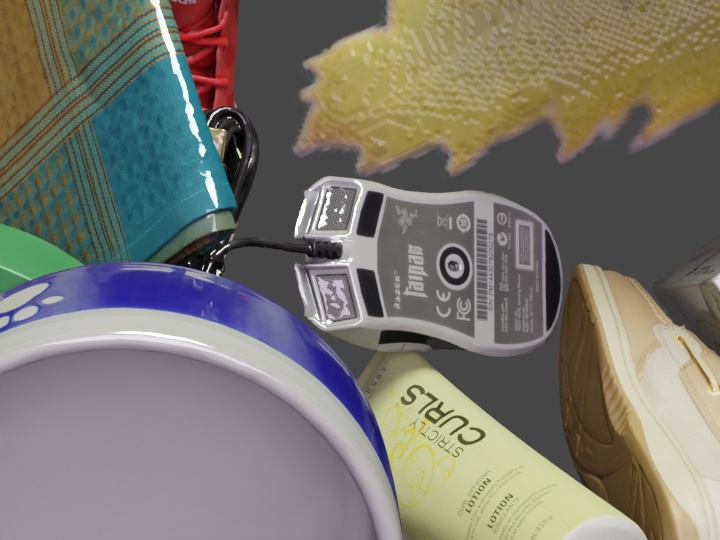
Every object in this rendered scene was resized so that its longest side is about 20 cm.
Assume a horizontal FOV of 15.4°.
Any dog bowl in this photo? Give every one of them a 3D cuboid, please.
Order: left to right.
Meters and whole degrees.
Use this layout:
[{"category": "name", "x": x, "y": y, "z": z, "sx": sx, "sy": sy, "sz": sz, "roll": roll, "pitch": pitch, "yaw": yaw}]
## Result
[{"category": "dog bowl", "x": -0.084, "y": 0.101, "z": 0.967, "sx": 0.200, "sy": 0.079, "sz": 0.201, "roll": -1, "pitch": 110, "yaw": -2}]

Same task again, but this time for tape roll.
[{"category": "tape roll", "x": -0.168, "y": 0.078, "z": 1.023, "sx": 0.200, "sy": 0.048, "sz": 0.201, "roll": -1, "pitch": 109, "yaw": -1}]

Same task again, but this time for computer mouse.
[{"category": "computer mouse", "x": 0.000, "y": 0.000, "z": 1.104, "sx": 0.200, "sy": 0.044, "sz": 0.110, "roll": 10, "pitch": 74, "yaw": -37}]

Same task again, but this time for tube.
[{"category": "tube", "x": 0.039, "y": 0.087, "z": 1.071, "sx": 0.058, "sy": 0.200, "sz": 0.052, "roll": -18, "pitch": 115, "yaw": -23}]

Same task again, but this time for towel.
[{"category": "towel", "x": -0.119, "y": -0.078, "z": 1.065, "sx": 0.022, "sy": 0.147, "sz": 0.200, "roll": -1, "pitch": 67, "yaw": -42}]

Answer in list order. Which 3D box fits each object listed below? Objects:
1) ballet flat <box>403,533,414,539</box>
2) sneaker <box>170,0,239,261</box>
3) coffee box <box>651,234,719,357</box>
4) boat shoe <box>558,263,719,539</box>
[{"category": "ballet flat", "x": 0.043, "y": 0.130, "z": 1.133, "sx": 0.200, "sy": 0.071, "sz": 0.065, "roll": -2, "pitch": 63, "yaw": -7}, {"category": "sneaker", "x": -0.083, "y": -0.088, "z": 1.091, "sx": 0.078, "sy": 0.116, "sz": 0.200, "roll": -2, "pitch": 88, "yaw": -4}, {"category": "coffee box", "x": 0.220, "y": 0.064, "z": 1.115, "sx": 0.080, "sy": 0.114, "sz": 0.200, "roll": -36, "pitch": 93, "yaw": -5}, {"category": "boat shoe", "x": 0.129, "y": 0.066, "z": 1.080, "sx": 0.069, "sy": 0.200, "sz": 0.074, "roll": 0, "pitch": 124, "yaw": -11}]
